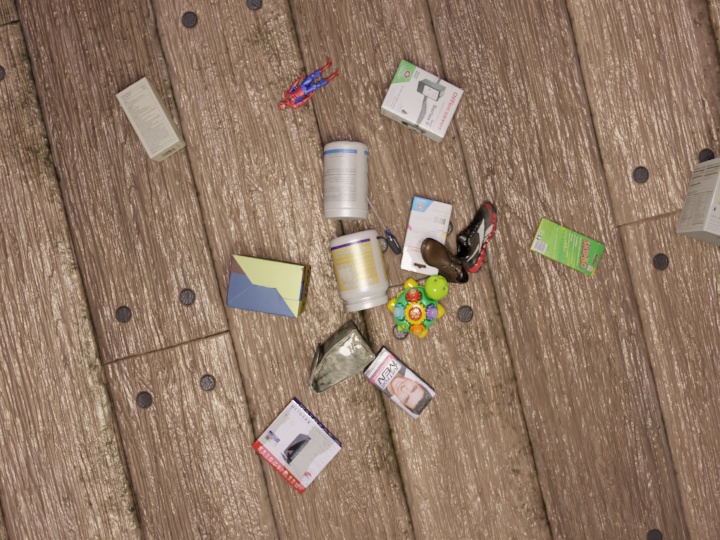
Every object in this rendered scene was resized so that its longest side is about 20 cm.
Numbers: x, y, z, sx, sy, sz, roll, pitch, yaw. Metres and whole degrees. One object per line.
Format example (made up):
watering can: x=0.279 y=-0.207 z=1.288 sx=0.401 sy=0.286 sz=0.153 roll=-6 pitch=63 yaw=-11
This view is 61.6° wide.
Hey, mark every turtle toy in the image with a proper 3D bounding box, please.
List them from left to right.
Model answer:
turtle toy: x=0.169 y=0.095 z=1.693 sx=0.145 sy=0.101 sz=0.201 roll=40 pitch=101 yaw=0

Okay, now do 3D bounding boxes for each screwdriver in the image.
screwdriver: x=0.067 y=-0.128 z=1.699 sx=0.029 sy=0.028 sz=0.203 roll=-31 pitch=116 yaw=-8

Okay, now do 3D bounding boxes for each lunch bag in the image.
lunch bag: x=-0.068 y=0.245 z=1.677 sx=0.199 sy=0.164 sz=0.118 roll=-39 pitch=96 yaw=1

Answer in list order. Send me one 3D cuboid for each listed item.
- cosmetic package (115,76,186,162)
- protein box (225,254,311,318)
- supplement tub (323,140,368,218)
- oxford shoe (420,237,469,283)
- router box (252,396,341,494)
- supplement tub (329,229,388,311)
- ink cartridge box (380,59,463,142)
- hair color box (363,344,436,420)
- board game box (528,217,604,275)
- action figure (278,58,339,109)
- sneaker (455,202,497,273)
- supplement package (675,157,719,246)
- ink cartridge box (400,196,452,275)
cosmetic package: x=-0.593 y=-0.426 z=1.717 sx=0.102 sy=0.073 sz=0.204 roll=-28 pitch=90 yaw=1
protein box: x=-0.246 y=0.040 z=1.657 sx=0.192 sy=0.200 sz=0.139 roll=9 pitch=91 yaw=1
supplement tub: x=-0.041 y=-0.248 z=1.685 sx=0.128 sy=0.132 sz=0.207 roll=1 pitch=91 yaw=1
oxford shoe: x=0.236 y=-0.027 z=1.641 sx=0.199 sy=0.083 sz=0.074 roll=35 pitch=79 yaw=-39
router box: x=-0.182 y=0.502 z=1.740 sx=0.200 sy=0.049 sz=0.180 roll=43 pitch=91 yaw=0
supplement tub: x=0.000 y=0.000 z=1.682 sx=0.141 sy=0.145 sz=0.206 roll=-12 pitch=91 yaw=1
ink cartridge box: x=0.173 y=-0.475 z=1.701 sx=0.196 sy=0.084 sz=0.149 roll=25 pitch=92 yaw=0
hair color box: x=0.111 y=0.319 z=1.728 sx=0.199 sy=0.061 sz=0.100 roll=40 pitch=91 yaw=-1
board game box: x=0.591 y=-0.066 z=1.733 sx=0.195 sy=0.030 sz=0.098 roll=24 pitch=92 yaw=3
action figure: x=-0.154 y=-0.523 z=1.725 sx=0.198 sy=0.052 sz=0.066 roll=-37 pitch=94 yaw=3
sneaker: x=0.321 y=-0.100 z=1.700 sx=0.096 sy=0.070 sz=0.206 roll=18 pitch=92 yaw=-33
supplement package: x=1.000 y=-0.184 z=1.664 sx=0.148 sy=0.151 sz=0.206 roll=16 pitch=91 yaw=1
ink cartridge box: x=0.183 y=-0.095 z=1.716 sx=0.112 sy=0.068 sz=0.206 roll=12 pitch=91 yaw=-1
